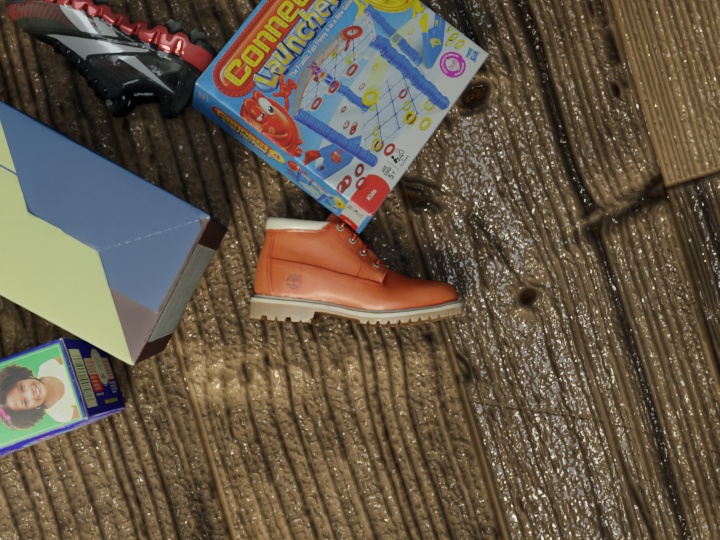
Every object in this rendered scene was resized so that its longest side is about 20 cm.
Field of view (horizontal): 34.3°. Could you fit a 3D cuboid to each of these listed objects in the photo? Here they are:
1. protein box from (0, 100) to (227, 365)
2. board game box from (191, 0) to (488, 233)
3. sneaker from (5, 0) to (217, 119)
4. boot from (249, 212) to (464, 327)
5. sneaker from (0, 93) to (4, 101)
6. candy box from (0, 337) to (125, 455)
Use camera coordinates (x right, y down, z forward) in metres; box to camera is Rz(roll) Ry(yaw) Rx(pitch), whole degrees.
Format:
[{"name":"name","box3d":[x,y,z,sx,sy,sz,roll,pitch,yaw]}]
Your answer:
[{"name":"protein box","box3d":[-0.235,-0.029,1.004,0.197,0.200,0.136,28,88,-2]},{"name":"board game box","box3d":[-0.018,-0.175,1.067,0.195,0.056,0.201,36,74,-2]},{"name":"sneaker","box3d":[-0.237,-0.197,1.071,0.199,0.071,0.099,20,86,-4]},{"name":"boot","box3d":[0.000,0.000,1.081,0.198,0.075,0.108,5,84,-2]},{"name":"sneaker","box3d":[-0.386,-0.086,1.061,0.073,0.077,0.201,29,86,0]},{"name":"candy box","box3d":[-0.322,0.124,1.013,0.198,0.169,0.078,-21,87,-3]}]
